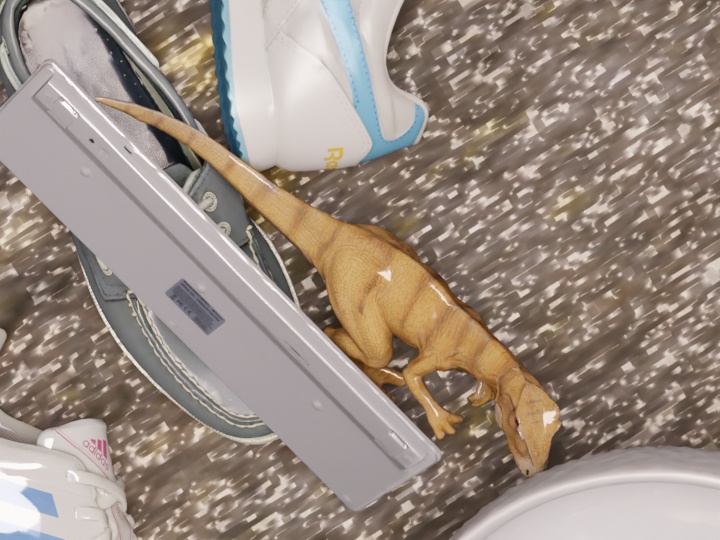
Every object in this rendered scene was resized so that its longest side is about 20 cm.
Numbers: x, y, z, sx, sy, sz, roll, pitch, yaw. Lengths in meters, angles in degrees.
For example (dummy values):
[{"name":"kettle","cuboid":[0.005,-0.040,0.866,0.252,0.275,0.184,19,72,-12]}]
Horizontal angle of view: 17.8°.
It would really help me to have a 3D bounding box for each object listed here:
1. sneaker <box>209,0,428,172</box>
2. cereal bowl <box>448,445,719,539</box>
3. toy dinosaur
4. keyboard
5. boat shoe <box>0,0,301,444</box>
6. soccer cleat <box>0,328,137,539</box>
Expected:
[{"name":"sneaker","cuboid":[-0.019,-0.139,0.864,0.080,0.077,0.202,-5,96,-7]},{"name":"cereal bowl","cuboid":[0.108,0.153,0.795,0.198,0.083,0.202,3,102,14]},{"name":"toy dinosaur","cuboid":[0.000,0.000,0.838,0.199,0.106,0.060,36,69,14]},{"name":"keyboard","cuboid":[-0.055,0.009,0.832,0.200,0.056,0.011,46,51,-8]},{"name":"boat shoe","cuboid":[-0.080,-0.023,0.865,0.072,0.062,0.201,-28,90,-1]},{"name":"soccer cleat","cuboid":[-0.110,0.109,0.861,0.086,0.070,0.200,-39,89,1]}]
